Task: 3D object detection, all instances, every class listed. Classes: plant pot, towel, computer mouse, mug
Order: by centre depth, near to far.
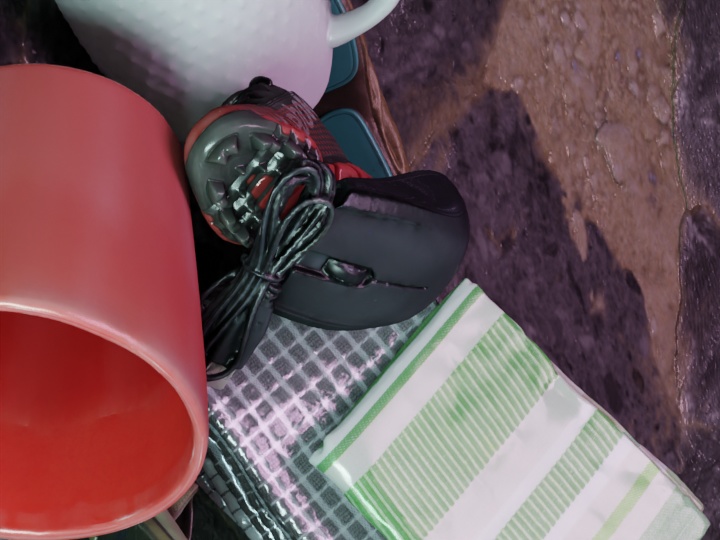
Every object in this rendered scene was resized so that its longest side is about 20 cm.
[{"bbox_3d":[-0.164,0.008,1.370,0.200,0.200,0.178,45,37,-40],"label":"plant pot"},{"bbox_3d":[0.000,0.000,1.459,0.053,0.139,0.200,42,27,22],"label":"computer mouse"},{"bbox_3d":[0.085,0.122,1.522,0.200,0.023,0.153,44,63,-4],"label":"towel"},{"bbox_3d":[-0.069,-0.167,1.534,0.148,0.199,0.176,-80,149,-52],"label":"mug"},{"bbox_3d":[-0.012,0.080,1.556,0.166,0.086,0.200,-40,91,-28],"label":"towel"}]

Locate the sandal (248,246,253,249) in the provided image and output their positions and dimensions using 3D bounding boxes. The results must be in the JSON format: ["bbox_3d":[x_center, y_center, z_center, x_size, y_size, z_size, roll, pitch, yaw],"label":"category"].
[{"bbox_3d":[-0.044,-0.013,1.652,0.082,0.050,0.203,-43,134,-29],"label":"sandal"}]

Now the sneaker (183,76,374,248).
[{"bbox_3d":[-0.056,-0.059,1.461,0.098,0.071,0.200,49,9,20],"label":"sneaker"}]

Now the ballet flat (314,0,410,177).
[{"bbox_3d":[-0.014,-0.118,1.727,0.072,0.068,0.200,-74,142,-64],"label":"ballet flat"}]

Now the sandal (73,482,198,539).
[{"bbox_3d":[-0.108,0.138,1.435,0.057,0.201,0.080,-2,124,-27],"label":"sandal"}]
